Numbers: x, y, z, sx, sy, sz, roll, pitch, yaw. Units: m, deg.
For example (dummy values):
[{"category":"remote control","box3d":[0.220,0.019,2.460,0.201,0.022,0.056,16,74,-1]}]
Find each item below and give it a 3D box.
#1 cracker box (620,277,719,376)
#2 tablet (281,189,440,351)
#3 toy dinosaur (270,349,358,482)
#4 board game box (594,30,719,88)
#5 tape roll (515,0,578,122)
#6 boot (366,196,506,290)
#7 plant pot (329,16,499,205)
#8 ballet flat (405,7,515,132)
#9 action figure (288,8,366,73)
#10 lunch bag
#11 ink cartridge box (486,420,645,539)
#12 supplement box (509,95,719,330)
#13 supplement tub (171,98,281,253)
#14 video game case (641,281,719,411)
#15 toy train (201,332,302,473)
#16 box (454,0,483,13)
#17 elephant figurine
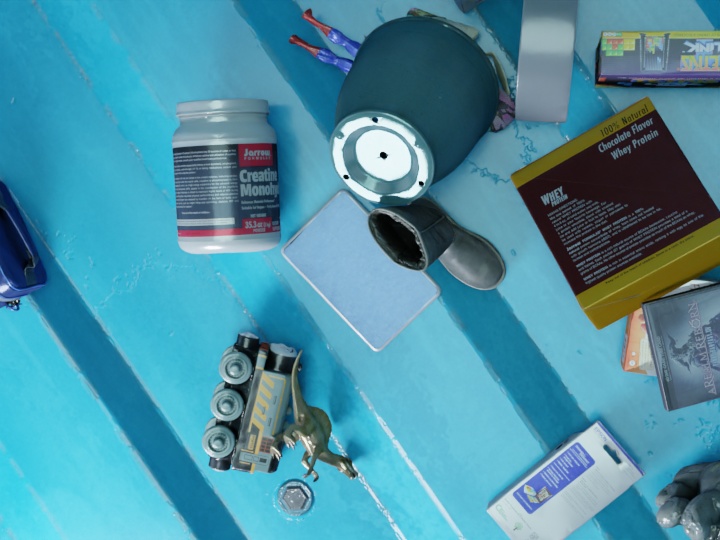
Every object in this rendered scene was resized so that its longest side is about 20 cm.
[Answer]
[{"category":"cracker box","box3d":[0.450,0.077,1.489,0.200,0.058,0.134,7,96,8]},{"category":"tablet","box3d":[0.000,0.000,1.579,0.130,0.014,0.200,-44,88,10]},{"category":"toy dinosaur","box3d":[-0.078,0.217,1.571,0.058,0.101,0.200,-13,109,42]},{"category":"board game box","box3d":[0.395,-0.259,1.415,0.200,0.165,0.057,2,95,10]},{"category":"tape roll","box3d":[0.233,-0.285,1.421,0.066,0.200,0.200,5,96,9]},{"category":"boot","box3d":[0.102,-0.028,1.465,0.182,0.200,0.073,37,100,5]},{"category":"plant pot","box3d":[0.053,-0.184,1.425,0.200,0.188,0.200,13,131,15]},{"category":"ballet flat","box3d":[0.142,-0.276,1.511,0.071,0.069,0.200,-38,92,-8]},{"category":"action figure","box3d":[0.004,-0.278,1.537,0.200,0.052,0.065,33,105,0]},{"category":"lunch bag","box3d":[-0.530,-0.030,1.602,0.132,0.136,0.200,-26,91,11]},{"category":"ink cartridge box","box3d":[0.277,0.296,1.547,0.200,0.039,0.099,-40,88,12]},{"category":"supplement box","box3d":[0.328,-0.068,1.428,0.197,0.133,0.200,-30,69,11]},{"category":"supplement tub","box3d":[-0.180,-0.126,1.533,0.140,0.140,0.200,-2,95,10]},{"category":"video game case","box3d":[0.464,0.084,1.434,0.200,0.019,0.143,-15,97,-3]},{"category":"toy train","box3d":[-0.151,0.189,1.591,0.114,0.085,0.200,13,94,-5]},{"category":"box","box3d":[0.109,-0.441,1.440,0.097,0.176,0.200,-33,89,10]},{"category":"elephant figurine","box3d":[0.487,0.350,1.487,0.142,0.155,0.200,-43,100,-32]}]
